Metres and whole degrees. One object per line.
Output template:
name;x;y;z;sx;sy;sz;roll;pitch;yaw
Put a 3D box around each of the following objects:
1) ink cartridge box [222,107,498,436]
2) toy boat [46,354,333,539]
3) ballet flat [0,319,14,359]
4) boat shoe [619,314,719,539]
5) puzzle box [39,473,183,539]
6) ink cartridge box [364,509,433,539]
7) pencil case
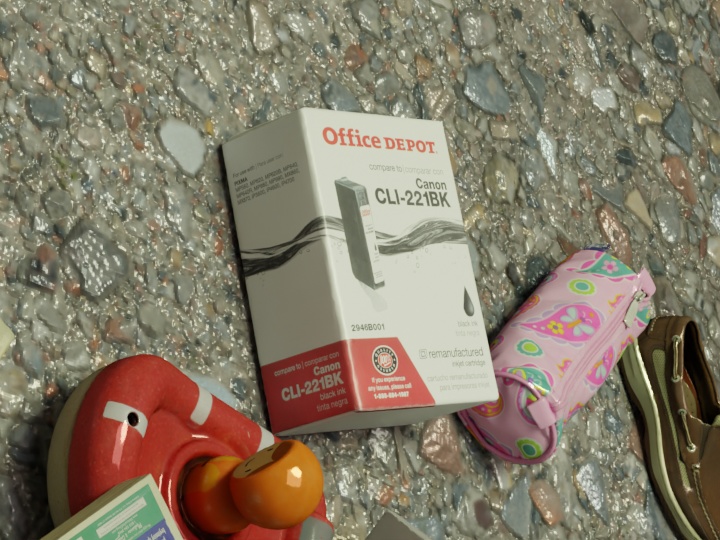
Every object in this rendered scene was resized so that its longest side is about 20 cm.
ink cartridge box;0.000;0.000;1.162;0.144;0.084;0.201;0;74;-47
toy boat;-0.076;0.125;0.990;0.200;0.130;0.131;38;49;-33
ballet flat;-0.225;0.097;0.891;0.069;0.069;0.200;40;49;-31
boat shoe;0.274;0.133;1.422;0.075;0.075;0.203;-24;93;-50
puzzle box;-0.140;0.201;0.848;0.200;0.025;0.133;-33;100;-52
ink cartridge box;0.084;0.245;1.065;0.145;0.200;0.084;40;84;-31
pencil case;0.149;0.059;1.306;0.200;0.087;0.088;-43;107;-47
